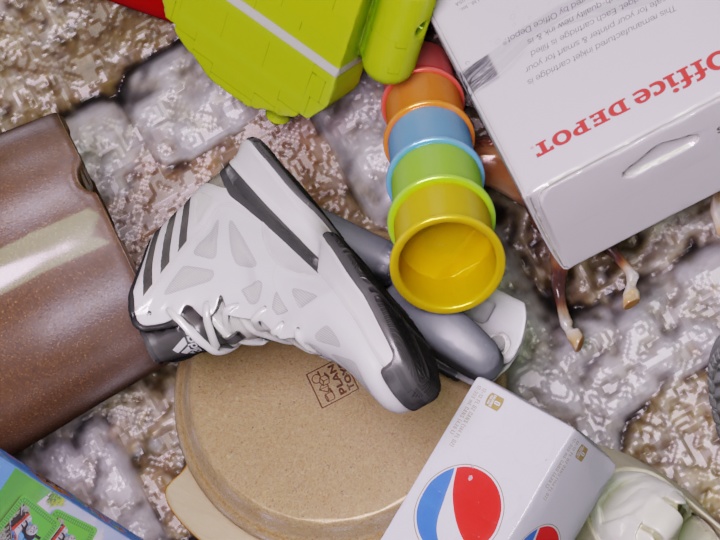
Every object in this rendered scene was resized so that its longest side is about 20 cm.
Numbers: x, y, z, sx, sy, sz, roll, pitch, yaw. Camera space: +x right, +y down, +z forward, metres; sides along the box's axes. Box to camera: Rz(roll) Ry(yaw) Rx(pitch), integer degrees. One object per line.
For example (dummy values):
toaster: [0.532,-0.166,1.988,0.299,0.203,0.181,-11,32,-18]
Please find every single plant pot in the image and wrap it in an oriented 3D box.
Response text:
plant pot: [-0.218,0.023,1.484,0.197,0.200,0.201,-26,79,-5]

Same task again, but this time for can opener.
can opener: [0.000,0.000,1.460,0.199,0.067,0.053,26,78,24]

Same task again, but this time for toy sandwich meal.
toy sandwich meal: [-0.011,0.077,1.504,0.204,0.070,0.207,-4,69,10]

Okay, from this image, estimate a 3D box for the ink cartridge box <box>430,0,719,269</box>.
ink cartridge box: [0.124,-0.121,1.465,0.145,0.084,0.201,-27,55,4]

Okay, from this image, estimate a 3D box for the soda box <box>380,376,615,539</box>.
soda box: [0.046,0.161,1.400,0.068,0.064,0.201,27,84,34]

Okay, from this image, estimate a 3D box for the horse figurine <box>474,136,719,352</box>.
horse figurine: [0.148,-0.051,1.501,0.199,0.050,0.133,-32,67,7]

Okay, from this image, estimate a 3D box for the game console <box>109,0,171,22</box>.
game console: [-0.118,-0.251,1.590,0.199,0.119,0.173,20,116,11]

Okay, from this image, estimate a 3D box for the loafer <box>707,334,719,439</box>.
loafer: [0.255,0.113,1.463,0.069,0.075,0.201,-30,85,-15]

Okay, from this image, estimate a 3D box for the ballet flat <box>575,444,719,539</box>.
ballet flat: [0.176,0.152,1.462,0.200,0.069,0.070,37,88,10]

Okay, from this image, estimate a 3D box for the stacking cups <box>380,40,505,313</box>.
stacking cups: [0.041,-0.055,1.463,0.060,0.200,0.061,-1,122,-2]

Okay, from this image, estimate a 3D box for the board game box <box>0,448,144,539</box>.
board game box: [-0.176,0.194,1.454,0.152,0.200,0.037,-55,37,-3]

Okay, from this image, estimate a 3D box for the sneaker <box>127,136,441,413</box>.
sneaker: [-0.045,0.030,1.394,0.115,0.076,0.201,-41,47,2]

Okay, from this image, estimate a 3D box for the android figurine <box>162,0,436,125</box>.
android figurine: [-0.041,-0.166,1.485,0.182,0.201,0.041,35,44,19]
